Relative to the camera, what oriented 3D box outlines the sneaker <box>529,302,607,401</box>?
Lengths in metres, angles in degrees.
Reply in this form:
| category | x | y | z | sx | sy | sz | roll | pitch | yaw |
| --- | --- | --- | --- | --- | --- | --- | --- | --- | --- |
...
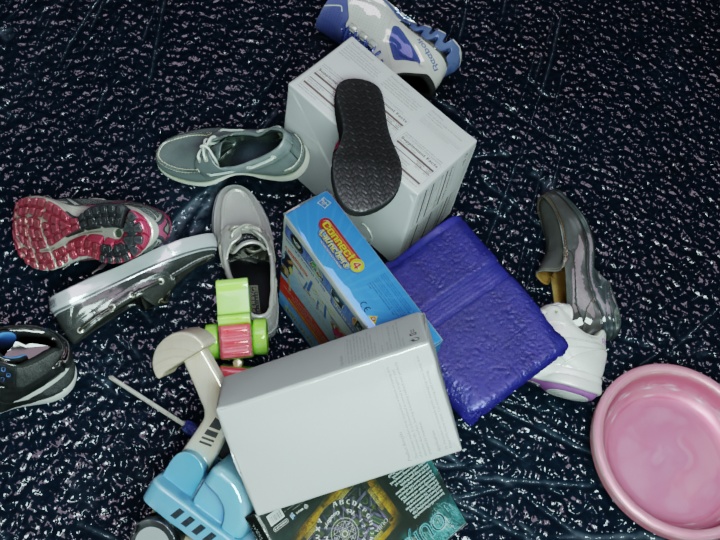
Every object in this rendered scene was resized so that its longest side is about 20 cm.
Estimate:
| category | x | y | z | sx | sy | sz | roll | pitch | yaw |
| --- | --- | --- | --- | --- | --- | --- | --- | --- | --- |
| sneaker | 0.184 | 0.075 | 1.189 | 0.197 | 0.075 | 0.101 | 20 | 76 | -5 |

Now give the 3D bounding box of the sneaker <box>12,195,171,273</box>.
| category | x | y | z | sx | sy | sz | roll | pitch | yaw |
| --- | --- | --- | --- | --- | --- | --- | --- | --- | --- |
| sneaker | -0.301 | -0.041 | 1.161 | 0.197 | 0.082 | 0.074 | 6 | 11 | 24 |

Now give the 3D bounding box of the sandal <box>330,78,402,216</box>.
| category | x | y | z | sx | sy | sz | roll | pitch | yaw |
| --- | --- | --- | --- | --- | --- | --- | --- | --- | --- |
| sandal | 0.002 | -0.125 | 1.125 | 0.074 | 0.045 | 0.202 | 7 | 47 | -11 |

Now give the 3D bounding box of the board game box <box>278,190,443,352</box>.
| category | x | y | z | sx | sy | sz | roll | pitch | yaw |
| --- | --- | --- | --- | --- | --- | --- | --- | --- | --- |
| board game box | -0.008 | 0.051 | 1.104 | 0.055 | 0.197 | 0.201 | -30 | 70 | -20 |

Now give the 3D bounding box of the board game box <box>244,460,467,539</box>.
| category | x | y | z | sx | sy | sz | roll | pitch | yaw |
| --- | --- | --- | --- | --- | --- | --- | --- | --- | --- |
| board game box | 0.001 | 0.239 | 1.007 | 0.199 | 0.028 | 0.137 | -29 | 90 | -36 |

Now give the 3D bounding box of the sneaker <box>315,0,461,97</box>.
| category | x | y | z | sx | sy | sz | roll | pitch | yaw |
| --- | --- | --- | --- | --- | --- | --- | --- | --- | --- |
| sneaker | 0.027 | -0.281 | 1.371 | 0.197 | 0.081 | 0.116 | 25 | 57 | 3 |

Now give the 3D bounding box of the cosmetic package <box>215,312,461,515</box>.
| category | x | y | z | sx | sy | sz | roll | pitch | yaw |
| --- | --- | --- | --- | --- | --- | --- | --- | --- | --- |
| cosmetic package | -0.019 | 0.127 | 0.945 | 0.197 | 0.115 | 0.081 | -16 | 17 | 4 |

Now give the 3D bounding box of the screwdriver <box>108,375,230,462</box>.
| category | x | y | z | sx | sy | sz | roll | pitch | yaw |
| --- | --- | --- | --- | --- | --- | --- | --- | --- | --- |
| screwdriver | -0.192 | 0.150 | 1.085 | 0.198 | 0.029 | 0.028 | 29 | 62 | 24 |

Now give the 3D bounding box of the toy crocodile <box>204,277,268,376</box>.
| category | x | y | z | sx | sy | sz | roll | pitch | yaw |
| --- | --- | --- | --- | --- | --- | --- | --- | --- | --- |
| toy crocodile | -0.130 | 0.109 | 1.104 | 0.066 | 0.062 | 0.204 | 0 | 86 | -3 |

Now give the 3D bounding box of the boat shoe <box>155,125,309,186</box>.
| category | x | y | z | sx | sy | sz | roll | pitch | yaw |
| --- | --- | --- | --- | --- | --- | --- | --- | --- | --- |
| boat shoe | -0.159 | -0.143 | 1.233 | 0.197 | 0.062 | 0.074 | 3 | 72 | 20 |

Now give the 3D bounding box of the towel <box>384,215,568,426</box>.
| category | x | y | z | sx | sy | sz | roll | pitch | yaw |
| --- | --- | --- | --- | --- | --- | --- | --- | --- | --- |
| towel | 0.108 | 0.052 | 1.127 | 0.147 | 0.050 | 0.201 | -32 | 66 | -16 |

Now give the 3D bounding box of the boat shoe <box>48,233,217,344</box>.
| category | x | y | z | sx | sy | sz | roll | pitch | yaw |
| --- | --- | --- | --- | --- | --- | --- | --- | --- | --- |
| boat shoe | -0.243 | 0.019 | 1.165 | 0.198 | 0.069 | 0.057 | -25 | 87 | -21 |

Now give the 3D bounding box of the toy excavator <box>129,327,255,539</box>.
| category | x | y | z | sx | sy | sz | roll | pitch | yaw |
| --- | --- | --- | --- | --- | --- | --- | --- | --- | --- |
| toy excavator | -0.143 | 0.182 | 1.000 | 0.193 | 0.100 | 0.202 | 35 | 100 | 8 |

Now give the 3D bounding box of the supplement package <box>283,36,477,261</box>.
| category | x | y | z | sx | sy | sz | roll | pitch | yaw |
| --- | --- | --- | --- | --- | --- | --- | --- | --- | --- |
| supplement package | 0.016 | -0.139 | 1.243 | 0.200 | 0.156 | 0.111 | 42 | 63 | 15 |

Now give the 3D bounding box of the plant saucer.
| category | x | y | z | sx | sy | sz | roll | pitch | yaw |
| --- | --- | --- | --- | --- | --- | --- | --- | --- | --- |
| plant saucer | 0.345 | 0.204 | 1.167 | 0.197 | 0.051 | 0.203 | 5 | 59 | -8 |

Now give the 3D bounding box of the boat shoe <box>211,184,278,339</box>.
| category | x | y | z | sx | sy | sz | roll | pitch | yaw |
| --- | --- | --- | --- | --- | --- | --- | --- | --- | --- |
| boat shoe | -0.130 | -0.020 | 1.200 | 0.071 | 0.066 | 0.203 | -2 | 61 | -11 |

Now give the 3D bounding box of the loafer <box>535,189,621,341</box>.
| category | x | y | z | sx | sy | sz | roll | pitch | yaw |
| --- | --- | --- | --- | --- | --- | --- | --- | --- | --- |
| loafer | 0.243 | -0.007 | 1.259 | 0.071 | 0.073 | 0.203 | -11 | 62 | -11 |

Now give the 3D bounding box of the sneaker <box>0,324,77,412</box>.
| category | x | y | z | sx | sy | sz | roll | pitch | yaw |
| --- | --- | --- | --- | --- | --- | --- | --- | --- | --- |
| sneaker | -0.386 | 0.107 | 1.054 | 0.198 | 0.112 | 0.074 | -22 | 65 | -21 |

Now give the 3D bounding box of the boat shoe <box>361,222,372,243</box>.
| category | x | y | z | sx | sy | sz | roll | pitch | yaw |
| --- | --- | --- | --- | --- | --- | --- | --- | --- | --- |
| boat shoe | 0.000 | 0.000 | 1.208 | 0.062 | 0.075 | 0.200 | -37 | 74 | -25 |
